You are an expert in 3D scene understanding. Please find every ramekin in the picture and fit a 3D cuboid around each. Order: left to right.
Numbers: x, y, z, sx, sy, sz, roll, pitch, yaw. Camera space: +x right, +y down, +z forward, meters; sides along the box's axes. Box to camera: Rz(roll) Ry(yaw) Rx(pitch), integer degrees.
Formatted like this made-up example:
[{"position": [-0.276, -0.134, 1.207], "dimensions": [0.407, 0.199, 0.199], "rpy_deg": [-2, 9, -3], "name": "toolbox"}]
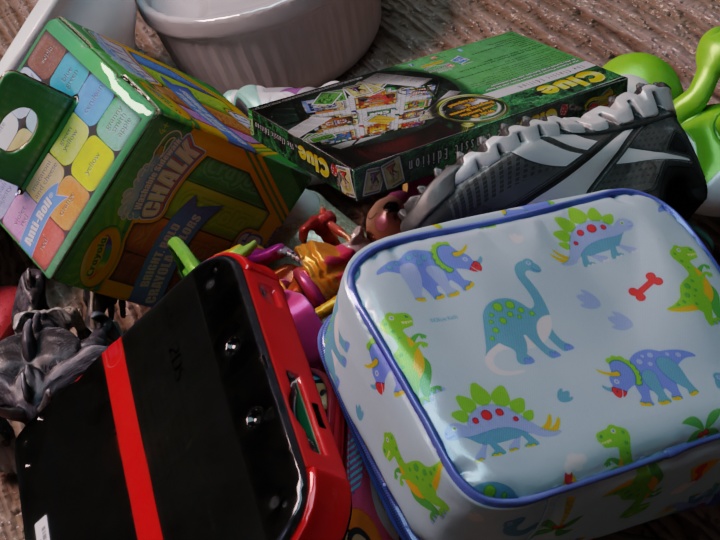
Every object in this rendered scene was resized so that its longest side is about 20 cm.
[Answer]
[{"position": [-0.075, -0.217, 1.237], "dimensions": [0.201, 0.094, 0.203], "rpy_deg": [-12, 37, 9], "name": "ramekin"}]

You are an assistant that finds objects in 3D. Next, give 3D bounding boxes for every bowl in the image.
[{"position": [-0.234, -0.158, 1.203], "dimensions": [0.201, 0.090, 0.201], "rpy_deg": [-49, 18, 22], "name": "bowl"}]

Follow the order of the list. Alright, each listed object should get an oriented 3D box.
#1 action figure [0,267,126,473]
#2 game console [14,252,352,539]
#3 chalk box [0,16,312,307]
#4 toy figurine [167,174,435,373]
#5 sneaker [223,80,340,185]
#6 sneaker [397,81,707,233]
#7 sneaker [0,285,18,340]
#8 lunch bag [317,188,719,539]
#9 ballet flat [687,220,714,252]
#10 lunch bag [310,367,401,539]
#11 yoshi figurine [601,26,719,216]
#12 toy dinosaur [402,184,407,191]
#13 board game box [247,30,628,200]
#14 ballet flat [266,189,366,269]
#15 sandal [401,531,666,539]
[{"position": [-0.183, 0.064, 0.924], "dimensions": [0.118, 0.102, 0.200], "rpy_deg": [-15, 21, 3], "name": "action figure"}, {"position": [-0.091, 0.099, 0.715], "dimensions": [0.177, 0.031, 0.200], "rpy_deg": [-42, 39, 17], "name": "game console"}, {"position": [-0.153, -0.064, 0.944], "dimensions": [0.124, 0.200, 0.125], "rpy_deg": [42, 104, 34], "name": "chalk box"}, {"position": [0.000, 0.000, 0.886], "dimensions": [0.184, 0.151, 0.200], "rpy_deg": [-30, 14, -9], "name": "toy figurine"}, {"position": [-0.006, -0.105, 1.094], "dimensions": [0.140, 0.078, 0.200], "rpy_deg": [-18, 19, -32], "name": "sneaker"}, {"position": [0.114, -0.037, 0.813], "dimensions": [0.200, 0.066, 0.091], "rpy_deg": [-21, 72, -32], "name": "sneaker"}, {"position": [-0.312, 0.043, 0.994], "dimensions": [0.200, 0.113, 0.071], "rpy_deg": [-34, 39, -20], "name": "sneaker"}, {"position": [0.089, 0.044, 0.713], "dimensions": [0.199, 0.083, 0.161], "rpy_deg": [-13, 57, -27], "name": "lunch bag"}, {"position": [0.114, -0.039, 0.910], "dimensions": [0.200, 0.071, 0.065], "rpy_deg": [34, 79, 24], "name": "ballet flat"}, {"position": [-0.074, 0.154, 0.738], "dimensions": [0.199, 0.082, 0.177], "rpy_deg": [-23, 46, 28], "name": "lunch bag"}, {"position": [0.207, -0.088, 0.927], "dimensions": [0.199, 0.112, 0.113], "rpy_deg": [22, 92, 31], "name": "yoshi figurine"}, {"position": [0.062, -0.021, 0.954], "dimensions": [0.200, 0.061, 0.106], "rpy_deg": [-30, 39, -14], "name": "toy dinosaur"}, {"position": [0.047, -0.094, 0.874], "dimensions": [0.199, 0.024, 0.105], "rpy_deg": [-20, 32, -30], "name": "board game box"}, {"position": [-0.082, -0.045, 1.045], "dimensions": [0.199, 0.063, 0.067], "rpy_deg": [15, 46, 37], "name": "ballet flat"}, {"position": [0.077, 0.151, 0.711], "dimensions": [0.199, 0.055, 0.082], "rpy_deg": [5, 75, 22], "name": "sandal"}]
